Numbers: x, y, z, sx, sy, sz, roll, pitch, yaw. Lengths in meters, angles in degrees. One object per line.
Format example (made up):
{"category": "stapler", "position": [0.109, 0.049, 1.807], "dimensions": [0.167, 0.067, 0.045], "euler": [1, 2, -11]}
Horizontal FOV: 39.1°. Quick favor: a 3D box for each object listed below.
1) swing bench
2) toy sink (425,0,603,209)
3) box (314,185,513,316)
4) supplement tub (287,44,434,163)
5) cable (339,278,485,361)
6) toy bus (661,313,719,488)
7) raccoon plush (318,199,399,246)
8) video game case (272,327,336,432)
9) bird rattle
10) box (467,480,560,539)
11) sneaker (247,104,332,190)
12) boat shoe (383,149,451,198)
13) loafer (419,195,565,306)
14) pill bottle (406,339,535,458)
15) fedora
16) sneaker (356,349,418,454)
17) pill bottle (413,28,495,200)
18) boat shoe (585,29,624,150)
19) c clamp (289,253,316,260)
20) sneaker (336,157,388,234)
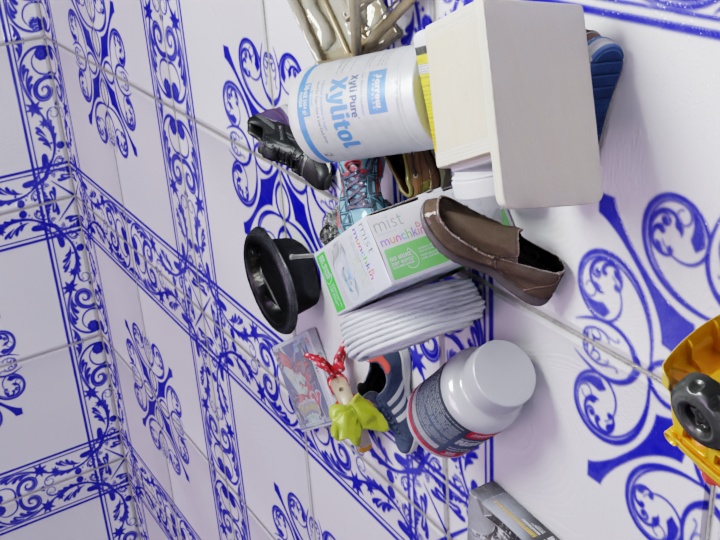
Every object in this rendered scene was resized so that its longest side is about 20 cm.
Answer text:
{"category": "swing bench", "position": [-0.019, -0.403, 1.340], "dimensions": [0.200, 0.129, 0.200], "euler": [66, 158, 11]}
{"category": "toy sink", "position": [0.151, -0.157, 1.021], "dimensions": [0.112, 0.129, 0.202], "euler": [-9, 87, 60]}
{"category": "box", "position": [0.068, -0.033, 1.310], "dimensions": [0.176, 0.199, 0.097], "euler": [-31, 79, 61]}
{"category": "supplement tub", "position": [0.018, -0.212, 1.299], "dimensions": [0.199, 0.132, 0.133], "euler": [-4, 104, 37]}
{"category": "cable", "position": [0.071, 0.064, 1.361], "dimensions": [0.200, 0.199, 0.070], "euler": [-28, 78, 58]}
{"category": "toy bus", "position": [0.380, 0.165, 0.938], "dimensions": [0.200, 0.135, 0.193], "euler": [43, 154, 39]}
{"category": "raccoon plush", "position": [0.031, -0.036, 1.544], "dimensions": [0.133, 0.097, 0.200], "euler": [4, 139, 47]}
{"category": "video game case", "position": [-0.102, 0.216, 1.965], "dimensions": [0.200, 0.023, 0.184], "euler": [-30, 79, 63]}
{"category": "bird rattle", "position": [-0.030, 0.232, 1.766], "dimensions": [0.200, 0.112, 0.164], "euler": [50, 162, 41]}
{"category": "box", "position": [0.219, 0.430, 1.466], "dimensions": [0.158, 0.048, 0.201], "euler": [36, 136, 48]}
{"category": "sneaker", "position": [-0.124, -0.194, 1.692], "dimensions": [0.200, 0.087, 0.076], "euler": [51, 146, 35]}
{"category": "boat shoe", "position": [0.052, -0.189, 1.390], "dimensions": [0.201, 0.068, 0.072], "euler": [62, 153, 22]}
{"category": "loafer", "position": [0.162, -0.036, 1.203], "dimensions": [0.071, 0.199, 0.073], "euler": [-46, 21, 42]}
{"category": "pill bottle", "position": [0.150, 0.171, 1.364], "dimensions": [0.120, 0.119, 0.200], "euler": [64, 152, 15]}
{"category": "fedora", "position": [-0.133, 0.010, 1.825], "dimensions": [0.200, 0.091, 0.202], "euler": [39, 138, 46]}
{"category": "sneaker", "position": [0.040, 0.209, 1.630], "dimensions": [0.075, 0.084, 0.202], "euler": [14, 118, 59]}
{"category": "pill bottle", "position": [0.134, -0.190, 1.189], "dimensions": [0.112, 0.112, 0.202], "euler": [8, 112, 60]}
{"category": "boat shoe", "position": [0.222, -0.167, 1.096], "dimensions": [0.072, 0.072, 0.201], "euler": [53, 137, 41]}
{"category": "c clamp", "position": [0.000, 0.000, 1.473], "dimensions": [0.200, 0.169, 0.027], "euler": [64, -155, -71]}
{"category": "sneaker", "position": [-0.008, -0.124, 1.434], "dimensions": [0.096, 0.079, 0.201], "euler": [58, -156, -57]}
